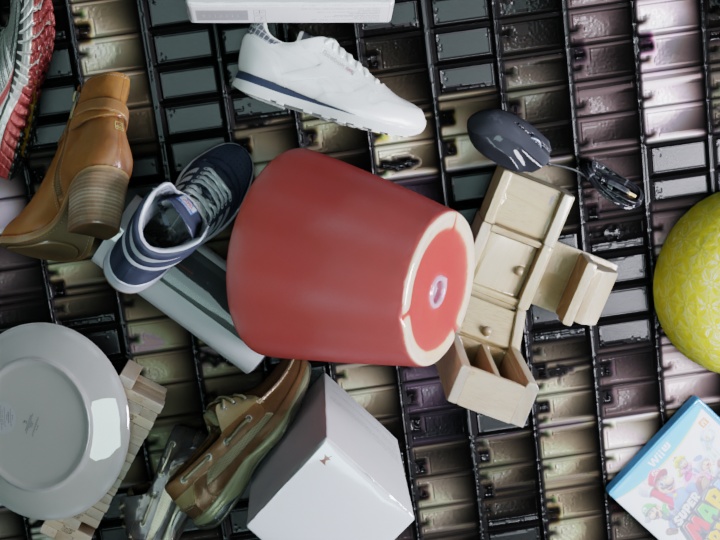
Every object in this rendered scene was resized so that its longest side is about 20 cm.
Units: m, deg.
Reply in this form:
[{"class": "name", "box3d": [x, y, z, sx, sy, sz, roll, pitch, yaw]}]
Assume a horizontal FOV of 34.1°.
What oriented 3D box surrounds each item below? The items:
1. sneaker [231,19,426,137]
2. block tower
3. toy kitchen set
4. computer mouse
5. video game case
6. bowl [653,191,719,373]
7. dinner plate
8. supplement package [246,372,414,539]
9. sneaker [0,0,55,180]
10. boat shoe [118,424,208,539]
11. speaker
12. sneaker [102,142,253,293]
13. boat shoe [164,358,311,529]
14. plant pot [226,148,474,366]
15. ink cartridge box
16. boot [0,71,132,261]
[{"class": "sneaker", "box3d": [-0.024, -0.186, 1.153, 0.197, 0.076, 0.082, 17, 91, -8]}, {"class": "block tower", "box3d": [-0.267, 0.198, 1.229, 0.057, 0.054, 0.202, 26, 100, -9]}, {"class": "toy kitchen set", "box3d": [0.183, 0.032, 1.151, 0.161, 0.181, 0.203, 19, 104, -8]}, {"class": "computer mouse", "box3d": [0.199, -0.114, 1.183, 0.197, 0.059, 0.034, 21, 133, -8]}, {"class": "video game case", "box3d": [0.387, 0.254, 1.292, 0.200, 0.018, 0.143, 42, 98, -10]}, {"class": "bowl", "box3d": [0.408, 0.022, 1.198, 0.196, 0.108, 0.204, 0, 102, -2]}, {"class": "dinner plate", "box3d": [-0.328, 0.155, 1.198, 0.196, 0.024, 0.204, 0, 91, 17]}, {"class": "supplement package", "box3d": [-0.032, 0.208, 1.167, 0.117, 0.200, 0.117, 43, 97, -10]}, {"class": "sneaker", "box3d": [-0.348, -0.193, 1.130, 0.081, 0.078, 0.203, 16, 101, -5]}, {"class": "boat shoe", "box3d": [-0.216, 0.252, 1.241, 0.073, 0.074, 0.202, 31, 90, 1]}, {"class": "speaker", "box3d": [-0.170, 0.014, 1.182, 0.199, 0.081, 0.082, 37, 98, -9]}, {"class": "sneaker", "box3d": [-0.155, -0.065, 1.108, 0.070, 0.108, 0.200, 44, 58, -5]}, {"class": "boat shoe", "box3d": [-0.123, 0.160, 1.184, 0.074, 0.076, 0.201, 38, 66, -11]}, {"class": "plant pot", "box3d": [0.000, 0.000, 1.097, 0.175, 0.199, 0.204, 13, 103, 28]}, {"class": "ink cartridge box", "box3d": [-0.068, -0.330, 1.132, 0.196, 0.045, 0.180, 0, 78, -3]}, {"class": "boot", "box3d": [-0.287, -0.099, 1.146, 0.076, 0.199, 0.158, 14, 69, -35]}]
